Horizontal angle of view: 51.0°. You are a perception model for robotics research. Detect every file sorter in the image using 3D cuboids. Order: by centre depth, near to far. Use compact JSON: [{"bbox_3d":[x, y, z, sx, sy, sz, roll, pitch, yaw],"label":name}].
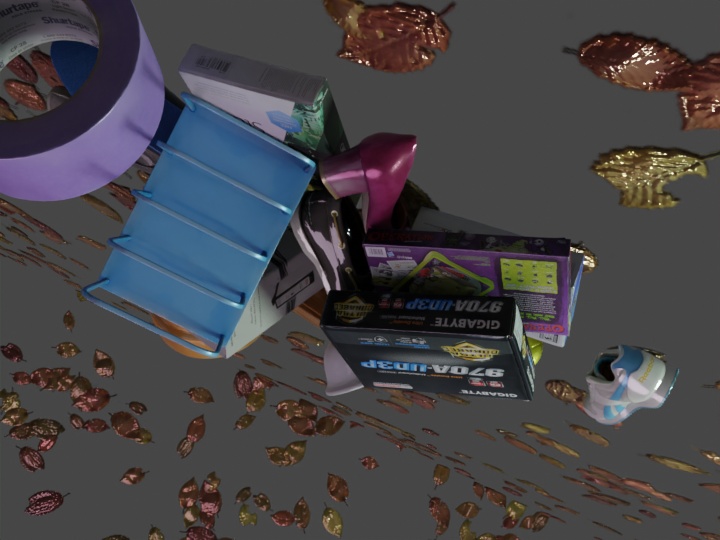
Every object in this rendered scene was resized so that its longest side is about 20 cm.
[{"bbox_3d":[-0.141,-0.041,0.684,0.138,0.201,0.123,27,180,-9],"label":"file sorter"}]

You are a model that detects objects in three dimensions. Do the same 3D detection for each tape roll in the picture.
[{"bbox_3d":[-0.278,-0.168,0.654,0.199,0.201,0.085,22,163,8],"label":"tape roll"}]

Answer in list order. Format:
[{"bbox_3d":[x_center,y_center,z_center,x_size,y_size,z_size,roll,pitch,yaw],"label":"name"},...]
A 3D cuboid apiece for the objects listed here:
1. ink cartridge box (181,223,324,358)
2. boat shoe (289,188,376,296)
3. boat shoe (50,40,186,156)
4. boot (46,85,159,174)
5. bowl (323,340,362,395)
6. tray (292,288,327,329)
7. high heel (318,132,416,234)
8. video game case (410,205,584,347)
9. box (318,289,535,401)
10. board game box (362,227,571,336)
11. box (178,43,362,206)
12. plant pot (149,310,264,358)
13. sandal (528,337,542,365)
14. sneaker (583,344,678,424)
[{"bbox_3d":[-0.132,-0.013,0.868,0.146,0.200,0.085,29,137,28],"label":"ink cartridge box"},{"bbox_3d":[-0.006,-0.005,0.821,0.060,0.072,0.202,-6,133,30],"label":"boat shoe"},{"bbox_3d":[-0.229,-0.164,0.776,0.200,0.084,0.069,44,-179,-8],"label":"boat shoe"},{"bbox_3d":[-0.276,-0.141,0.950,0.199,0.073,0.182,12,146,15],"label":"boot"},{"bbox_3d":[0.025,0.097,1.075,0.091,0.200,0.201,66,158,1],"label":"bowl"},{"bbox_3d":[-0.096,-0.006,1.059,0.200,0.099,0.037,36,155,-35],"label":"tray"},{"bbox_3d":[0.040,-0.079,0.763,0.095,0.068,0.200,-14,153,19],"label":"high heel"},{"bbox_3d":[0.156,0.012,0.866,0.180,0.046,0.200,17,161,18],"label":"video game case"},{"bbox_3d":[0.076,0.080,0.798,0.199,0.046,0.159,2,149,21],"label":"box"},{"bbox_3d":[0.109,0.012,0.758,0.199,0.032,0.120,5,135,19],"label":"board game box"},{"bbox_3d":[-0.082,-0.137,0.762,0.144,0.037,0.200,19,163,18],"label":"box"},{"bbox_3d":[-0.242,0.004,1.169,0.199,0.201,0.184,19,146,16],"label":"plant pot"},{"bbox_3d":[0.145,0.076,1.029,0.199,0.080,0.087,31,173,-11],"label":"sandal"},{"bbox_3d":[0.336,0.146,0.993,0.080,0.077,0.200,31,157,6],"label":"sneaker"}]
